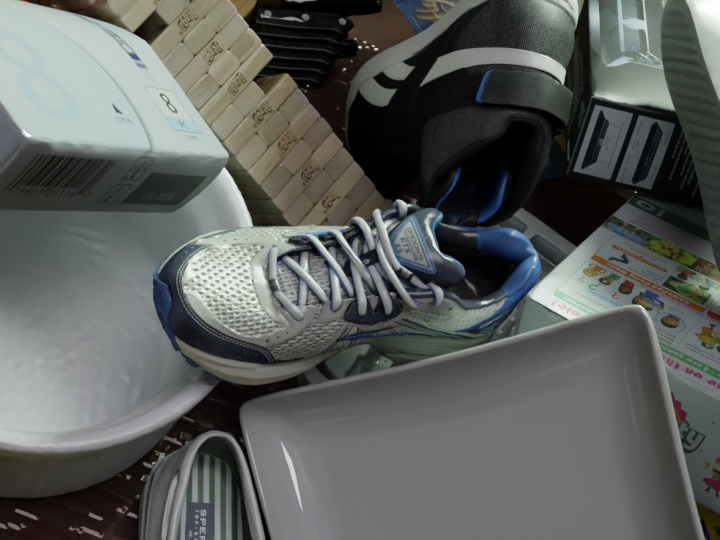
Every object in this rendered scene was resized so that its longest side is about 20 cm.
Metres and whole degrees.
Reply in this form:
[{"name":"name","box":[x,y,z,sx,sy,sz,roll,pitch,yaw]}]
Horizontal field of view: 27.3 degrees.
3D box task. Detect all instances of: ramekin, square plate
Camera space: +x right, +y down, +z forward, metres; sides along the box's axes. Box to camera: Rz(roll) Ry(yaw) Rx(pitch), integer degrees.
[{"name":"ramekin","box":[-0.157,0.010,0.710,0.200,0.098,0.201,10,59,-16]},{"name":"square plate","box":[0.060,0.134,0.675,0.198,0.028,0.201,-15,88,16]}]

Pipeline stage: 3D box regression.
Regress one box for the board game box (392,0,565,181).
[{"name":"board game box","box":[0.072,-0.158,0.853,0.035,0.200,0.136,-13,57,23]}]

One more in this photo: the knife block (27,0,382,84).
[{"name":"knife block","box":[-0.091,-0.179,0.863,0.200,0.064,0.176,37,55,2]}]

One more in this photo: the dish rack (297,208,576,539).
[{"name":"dish rack","box":[0.069,0.052,0.781,0.171,0.044,0.200,37,44,12]}]

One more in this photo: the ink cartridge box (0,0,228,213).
[{"name":"ink cartridge box","box":[-0.160,-0.114,0.642,0.200,0.047,0.160,55,21,12]}]

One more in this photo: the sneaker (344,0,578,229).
[{"name":"sneaker","box":[0.037,-0.063,0.770,0.073,0.200,0.112,19,63,-18]}]

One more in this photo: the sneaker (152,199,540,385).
[{"name":"sneaker","box":[0.000,0.000,0.678,0.200,0.085,0.077,-3,67,-38]}]

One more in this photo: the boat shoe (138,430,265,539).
[{"name":"boat shoe","box":[-0.072,0.170,0.671,0.073,0.067,0.201,-2,63,-21]}]

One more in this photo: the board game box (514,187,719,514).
[{"name":"board game box","box":[0.183,0.028,0.754,0.147,0.064,0.200,28,36,22]}]

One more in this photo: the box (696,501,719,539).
[{"name":"box","box":[0.216,0.103,0.787,0.064,0.070,0.200,40,40,8]}]

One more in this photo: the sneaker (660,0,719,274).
[{"name":"sneaker","box":[0.206,-0.057,0.709,0.082,0.074,0.201,-7,65,-5]}]

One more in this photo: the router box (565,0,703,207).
[{"name":"router box","box":[0.199,-0.107,0.851,0.157,0.052,0.200,13,35,-1]}]

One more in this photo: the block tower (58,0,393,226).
[{"name":"block tower","box":[-0.067,-0.084,0.772,0.058,0.054,0.200,-50,114,-19]}]
